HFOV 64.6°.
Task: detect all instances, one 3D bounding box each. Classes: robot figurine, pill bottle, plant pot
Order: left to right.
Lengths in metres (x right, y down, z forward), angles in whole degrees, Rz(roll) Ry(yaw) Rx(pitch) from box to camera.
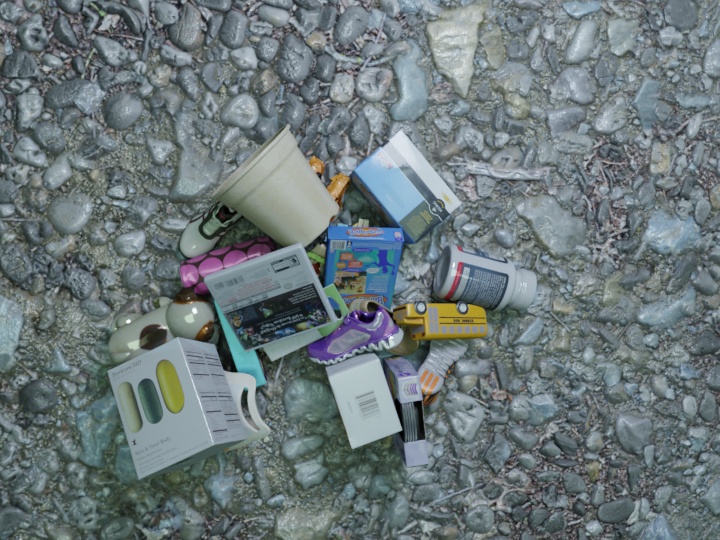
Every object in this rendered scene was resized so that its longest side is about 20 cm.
[{"bbox_3d":[-0.148,-0.141,1.085,0.200,0.200,0.184,-44,109,-4],"label":"plant pot"},{"bbox_3d":[-0.111,-0.132,1.208,0.145,0.058,0.200,33,88,10],"label":"robot figurine"},{"bbox_3d":[0.271,0.023,1.240,0.200,0.120,0.120,14,90,-7],"label":"pill bottle"}]

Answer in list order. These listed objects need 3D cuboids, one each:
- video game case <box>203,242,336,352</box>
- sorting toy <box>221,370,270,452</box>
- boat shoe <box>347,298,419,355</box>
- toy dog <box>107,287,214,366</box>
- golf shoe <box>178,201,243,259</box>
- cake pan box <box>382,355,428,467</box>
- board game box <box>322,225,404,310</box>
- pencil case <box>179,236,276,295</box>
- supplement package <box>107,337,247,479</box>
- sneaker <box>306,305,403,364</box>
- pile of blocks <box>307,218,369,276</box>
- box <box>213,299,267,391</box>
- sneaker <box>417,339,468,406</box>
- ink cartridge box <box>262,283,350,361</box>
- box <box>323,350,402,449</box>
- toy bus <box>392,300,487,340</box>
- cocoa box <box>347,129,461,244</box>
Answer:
[{"bbox_3d":[-0.171,0.056,1.098,0.200,0.023,0.182,-19,117,8],"label":"video game case"},{"bbox_3d":[-0.272,0.285,1.156,0.180,0.107,0.200,-14,94,23],"label":"sorting toy"},{"bbox_3d":[0.062,0.124,1.215,0.200,0.064,0.071,34,60,-30],"label":"boat shoe"},{"bbox_3d":[-0.386,0.109,1.128,0.200,0.194,0.140,-25,86,4],"label":"toy dog"},{"bbox_3d":[-0.303,-0.102,1.180,0.200,0.088,0.077,-44,98,-2],"label":"golf shoe"},{"bbox_3d":[0.092,0.287,1.188,0.052,0.200,0.184,-8,96,-6],"label":"cake pan box"},{"bbox_3d":[0.000,0.000,1.186,0.152,0.045,0.200,2,131,-8],"label":"board game box"},{"bbox_3d":[-0.269,-0.002,1.192,0.200,0.094,0.091,-14,54,-5],"label":"pencil case"},{"bbox_3d":[-0.334,0.250,1.050,0.152,0.151,0.200,-26,74,5],"label":"supplement package"},{"bbox_3d":[-0.019,0.124,1.143,0.200,0.081,0.089,-18,110,13],"label":"sneaker"},{"bbox_3d":[-0.063,-0.053,1.224,0.200,0.062,0.082,-41,96,-4],"label":"pile of blocks"},{"bbox_3d":[-0.250,0.145,1.197,0.049,0.082,0.200,-19,95,-7],"label":"box"},{"bbox_3d":[0.166,0.214,1.260,0.078,0.112,0.200,33,54,15],"label":"sneaker"},{"bbox_3d":[-0.124,0.098,1.193,0.200,0.059,0.104,-26,113,6],"label":"ink cartridge box"},{"bbox_3d":[-0.003,0.248,1.173,0.106,0.200,0.152,-19,95,-7],"label":"box"},{"bbox_3d":[0.168,0.106,1.202,0.200,0.065,0.078,2,79,-28],"label":"toy bus"},{"bbox_3d":[0.087,-0.169,1.202,0.131,0.133,0.200,-41,96,-4],"label":"cocoa box"}]
